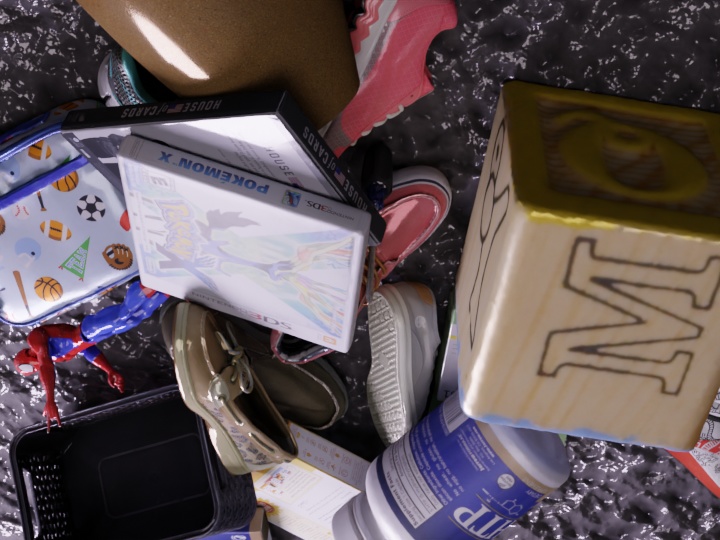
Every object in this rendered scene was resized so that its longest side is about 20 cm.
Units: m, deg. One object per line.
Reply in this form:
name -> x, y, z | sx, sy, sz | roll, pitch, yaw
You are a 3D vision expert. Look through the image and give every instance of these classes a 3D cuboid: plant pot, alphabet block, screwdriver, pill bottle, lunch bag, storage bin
plant pot -> -0.089, -0.188, 0.875 | 0.185, 0.187, 0.201 | -26, 115, 20
alphabet block -> 0.187, -0.006, 0.996 | 0.193, 0.196, 0.202 | 8, 127, -5
screwdriver -> 0.012, -0.041, 0.973 | 0.028, 0.201, 0.029 | 25, 120, -15
pill bottle -> 0.074, 0.191, 1.112 | 0.119, 0.120, 0.200 | 40, 110, -23
lunch bag -> -0.268, -0.047, 1.064 | 0.198, 0.076, 0.161 | -24, 118, 17
storage bin -> -0.210, 0.193, 1.176 | 0.198, 0.094, 0.137 | -16, 79, 14

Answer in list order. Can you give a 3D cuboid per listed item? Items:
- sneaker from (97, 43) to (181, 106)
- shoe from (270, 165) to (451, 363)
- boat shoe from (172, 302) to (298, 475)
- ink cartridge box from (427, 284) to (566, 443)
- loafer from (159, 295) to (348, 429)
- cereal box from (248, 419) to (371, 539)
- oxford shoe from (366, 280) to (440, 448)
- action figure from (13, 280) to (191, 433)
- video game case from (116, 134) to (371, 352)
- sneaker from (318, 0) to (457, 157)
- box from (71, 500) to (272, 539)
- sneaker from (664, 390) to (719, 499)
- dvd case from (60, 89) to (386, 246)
sneaker -> -0.120, -0.106, 0.966 | 0.199, 0.078, 0.091 | 38, 164, -2
shoe -> 0.000, 0.000, 1.067 | 0.199, 0.092, 0.071 | -36, 121, 25
boat shoe -> -0.107, 0.098, 1.073 | 0.062, 0.074, 0.201 | -7, 138, 12
ink cartridge box -> 0.139, 0.113, 1.170 | 0.143, 0.048, 0.202 | 7, 123, -3
loafer -> -0.100, 0.096, 1.156 | 0.199, 0.070, 0.075 | 30, 122, -17
cereal box -> -0.023, 0.227, 1.238 | 0.199, 0.040, 0.144 | 30, 141, -18
oxford shoe -> 0.042, 0.092, 1.152 | 0.057, 0.075, 0.202 | -21, 132, -26
action figure -> -0.215, 0.072, 1.094 | 0.198, 0.065, 0.100 | -20, 81, 21
video game case -> -0.086, -0.013, 0.943 | 0.180, 0.022, 0.201 | 18, 152, 5
sneaker -> 0.011, -0.140, 0.983 | 0.086, 0.074, 0.201 | 20, 123, -13
box -> -0.189, 0.274, 1.284 | 0.197, 0.033, 0.122 | 2, 145, 5
sneaker -> 0.345, 0.143, 1.166 | 0.200, 0.068, 0.108 | 36, 122, -17
dvd case -> -0.098, -0.066, 0.905 | 0.198, 0.025, 0.151 | 0, 147, 33
